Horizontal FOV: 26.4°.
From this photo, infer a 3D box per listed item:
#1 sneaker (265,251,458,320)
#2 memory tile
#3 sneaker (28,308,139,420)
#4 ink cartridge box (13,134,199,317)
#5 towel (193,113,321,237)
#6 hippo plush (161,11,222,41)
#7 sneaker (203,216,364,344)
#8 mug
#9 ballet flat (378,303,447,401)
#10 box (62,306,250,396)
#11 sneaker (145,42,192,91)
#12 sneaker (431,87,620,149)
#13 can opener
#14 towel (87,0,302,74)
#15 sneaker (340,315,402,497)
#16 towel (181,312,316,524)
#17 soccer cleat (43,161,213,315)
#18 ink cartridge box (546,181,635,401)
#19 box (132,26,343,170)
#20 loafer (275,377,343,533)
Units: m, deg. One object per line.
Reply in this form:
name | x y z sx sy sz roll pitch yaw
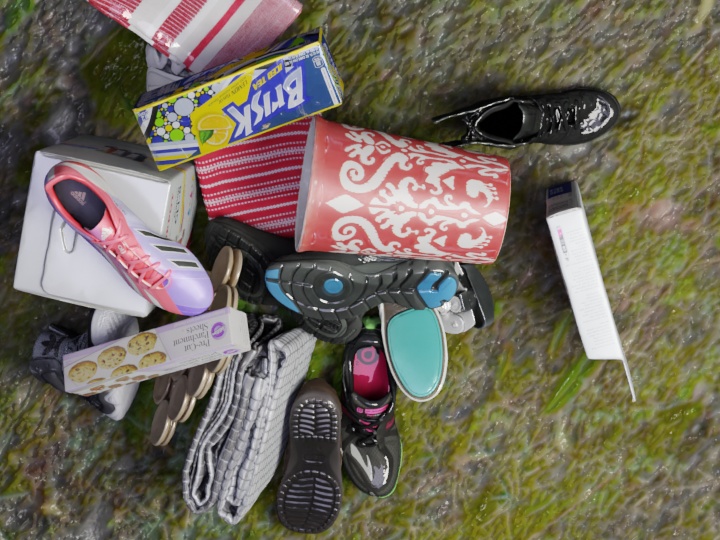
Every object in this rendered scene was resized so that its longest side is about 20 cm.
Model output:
sneaker | 0.000 0.000 1.586 0.197 0.082 0.074 0 131 -4
memory tile | -0.174 0.080 1.616 0.017 0.155 0.200 17 138 -23
sneaker | -0.301 0.087 1.649 0.113 0.201 0.076 19 58 8
ink cartridge box | -0.258 -0.051 1.599 0.143 0.200 0.147 12 101 3
towel | -0.103 -0.112 1.617 0.143 0.023 0.201 -8 128 3
hippo plush | -0.143 -0.309 1.564 0.199 0.159 0.161 36 100 -3
sneaker | -0.077 -0.001 1.652 0.199 0.091 0.076 33 132 -1
mug | 0.041 -0.087 1.536 0.198 0.178 0.134 7 128 -6
ballet flat | 0.046 0.042 1.646 0.069 0.069 0.202 -19 84 8
box | -0.204 0.082 1.521 0.198 0.039 0.042 -16 72 22
sneaker | -0.135 -0.191 1.636 0.198 0.075 0.082 14 112 7
sneaker | 0.174 -0.154 1.593 0.197 0.104 0.061 -3 99 5
can opener | 0.087 -0.028 1.653 0.052 0.066 0.202 -12 98 43
towel | -0.175 -0.273 1.522 0.199 0.023 0.144 34 128 -16
sneaker | 0.006 0.153 1.672 0.076 0.084 0.202 -4 100 6
towel | -0.123 0.150 1.643 0.085 0.166 0.202 17 101 7
soccer cleat | -0.224 -0.026 1.463 0.067 0.077 0.200 -44 96 9
ink cartridge box | 0.232 0.020 1.572 0.043 0.196 0.202 -14 98 9
box | -0.119 -0.171 1.519 0.198 0.064 0.071 -19 112 9
loafer | -0.048 0.204 1.690 0.072 0.071 0.202 11 121 0
